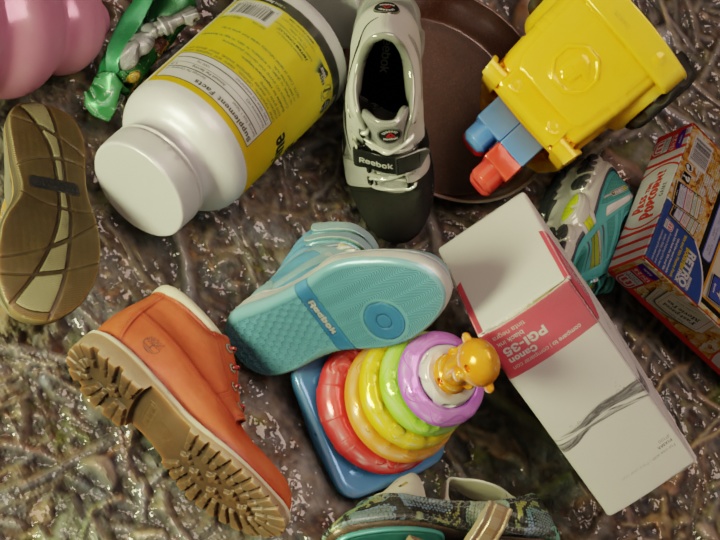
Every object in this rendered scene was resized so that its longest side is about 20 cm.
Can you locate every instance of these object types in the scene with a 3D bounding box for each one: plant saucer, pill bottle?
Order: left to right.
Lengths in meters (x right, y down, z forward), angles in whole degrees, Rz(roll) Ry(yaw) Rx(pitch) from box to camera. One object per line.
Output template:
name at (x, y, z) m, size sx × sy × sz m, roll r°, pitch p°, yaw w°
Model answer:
pill bottle at (-0.108, -0.118, 1.689) m, size 0.112 × 0.112 × 0.200 m, roll 44°, pitch 56°, yaw -1°
plant saucer at (0.067, -0.141, 1.835) m, size 0.198 × 0.034 × 0.202 m, roll 11°, pitch 62°, yaw -21°

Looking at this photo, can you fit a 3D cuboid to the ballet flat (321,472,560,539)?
ballet flat at (0.055, 0.185, 1.655) m, size 0.198 × 0.074 × 0.075 m, roll 10°, pitch 62°, yaw -30°

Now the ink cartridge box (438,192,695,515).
ink cartridge box at (0.154, 0.064, 1.664) m, size 0.201 × 0.082 × 0.147 m, roll 54°, pitch 7°, yaw -28°

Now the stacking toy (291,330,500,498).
stacking toy at (0.046, 0.082, 1.612) m, size 0.109 × 0.200 × 0.117 m, roll -21°, pitch 85°, yaw -31°

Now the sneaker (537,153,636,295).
sneaker at (0.175, -0.006, 1.803) m, size 0.080 × 0.077 × 0.201 m, roll 42°, pitch 56°, yaw -17°

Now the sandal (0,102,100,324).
sandal at (-0.236, -0.036, 1.627) m, size 0.080 × 0.054 × 0.201 m, roll 15°, pitch 46°, yaw -26°

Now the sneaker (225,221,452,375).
sneaker at (0.000, 0.000, 1.642) m, size 0.080 × 0.199 × 0.131 m, roll 59°, pitch 39°, yaw -20°

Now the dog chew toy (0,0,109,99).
dog chew toy at (-0.275, -0.179, 1.637) m, size 0.199 × 0.124 × 0.125 m, roll -9°, pitch 70°, yaw -39°

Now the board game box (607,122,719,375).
board game box at (0.307, -0.001, 1.850) m, size 0.200 × 0.046 × 0.152 m, roll 41°, pitch 53°, yaw -21°

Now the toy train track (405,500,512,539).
toy train track at (0.112, 0.239, 1.641) m, size 0.199 × 0.115 × 0.033 m, roll 22°, pitch 15°, yaw -33°

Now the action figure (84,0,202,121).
action figure at (-0.151, -0.192, 1.717) m, size 0.054 × 0.118 × 0.201 m, roll 34°, pitch 65°, yaw 2°

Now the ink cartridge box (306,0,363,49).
ink cartridge box at (0.004, -0.297, 1.798) m, size 0.083 × 0.145 × 0.201 m, roll 11°, pitch 47°, yaw 26°

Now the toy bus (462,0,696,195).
toy bus at (0.155, -0.138, 1.777) m, size 0.192 × 0.200 × 0.136 m, roll -43°, pitch 88°, yaw 1°

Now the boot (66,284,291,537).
boot at (-0.107, 0.099, 1.611) m, size 0.200 × 0.075 × 0.107 m, roll 46°, pitch 50°, yaw 2°

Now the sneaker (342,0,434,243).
sneaker at (0.017, -0.105, 1.710) m, size 0.073 × 0.202 × 0.089 m, roll -3°, pitch 24°, yaw 7°
